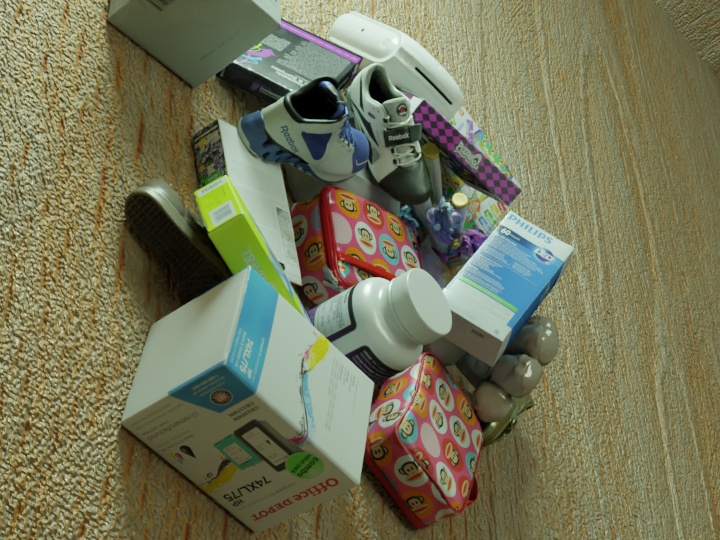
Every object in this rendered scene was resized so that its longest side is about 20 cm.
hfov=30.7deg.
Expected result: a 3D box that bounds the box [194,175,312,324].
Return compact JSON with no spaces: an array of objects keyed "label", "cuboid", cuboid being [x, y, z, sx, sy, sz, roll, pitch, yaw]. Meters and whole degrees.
[{"label":"box","cuboid":[-0.107,0.007,1.414,0.200,0.048,0.122,61,-1,-28]}]

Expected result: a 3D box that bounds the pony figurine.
[{"label":"pony figurine","cuboid":[0.119,-0.048,1.834,0.200,0.166,0.193,78,-12,-53]}]

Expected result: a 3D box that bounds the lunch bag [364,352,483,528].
[{"label":"lunch bag","cuboid":[0.089,0.218,1.632,0.176,0.082,0.200,53,29,-15]}]

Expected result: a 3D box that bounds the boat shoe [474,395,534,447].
[{"label":"boat shoe","cuboid":[0.202,0.204,1.841,0.063,0.073,0.201,54,22,-3]}]

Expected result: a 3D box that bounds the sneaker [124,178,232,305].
[{"label":"sneaker","cuboid":[-0.173,-0.017,1.432,0.200,0.070,0.076,56,28,-9]}]

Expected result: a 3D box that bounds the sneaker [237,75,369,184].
[{"label":"sneaker","cuboid":[-0.042,-0.175,1.620,0.199,0.115,0.081,9,56,-48]}]

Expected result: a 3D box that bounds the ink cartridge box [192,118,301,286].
[{"label":"ink cartridge box","cuboid":[-0.135,-0.072,1.565,0.109,0.050,0.201,23,47,-48]}]

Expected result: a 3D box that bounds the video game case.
[{"label":"video game case","cuboid":[0.123,-0.181,1.875,0.200,0.036,0.181,40,0,-21]}]

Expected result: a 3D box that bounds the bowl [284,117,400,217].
[{"label":"bowl","cuboid":[-0.020,-0.153,1.800,0.199,0.075,0.201,27,42,-47]}]

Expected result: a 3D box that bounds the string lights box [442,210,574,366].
[{"label":"string lights box","cuboid":[0.183,0.020,1.693,0.103,0.059,0.200,32,52,15]}]

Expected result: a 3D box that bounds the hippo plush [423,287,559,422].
[{"label":"hippo plush","cuboid":[0.160,0.087,1.754,0.161,0.159,0.200,41,6,-7]}]

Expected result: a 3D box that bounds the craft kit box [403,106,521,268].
[{"label":"craft kit box","cuboid":[0.140,-0.141,2.015,0.198,0.048,0.200,49,50,-15]}]

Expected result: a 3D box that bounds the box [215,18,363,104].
[{"label":"box","cuboid":[-0.093,-0.274,1.761,0.143,0.036,0.200,26,30,5]}]

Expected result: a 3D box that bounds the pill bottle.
[{"label":"pill bottle","cuboid":[0.001,0.076,1.493,0.111,0.200,0.112,38,36,-35]}]

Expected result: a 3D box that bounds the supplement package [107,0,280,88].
[{"label":"supplement package","cuboid":[-0.200,-0.369,1.618,0.151,0.152,0.201,36,37,-36]}]

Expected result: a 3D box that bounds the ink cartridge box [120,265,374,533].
[{"label":"ink cartridge box","cuboid":[-0.108,0.133,1.323,0.200,0.146,0.146,44,32,-26]}]

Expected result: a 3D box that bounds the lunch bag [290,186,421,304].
[{"label":"lunch bag","cuboid":[0.000,0.000,1.679,0.200,0.082,0.177,24,49,-46]}]

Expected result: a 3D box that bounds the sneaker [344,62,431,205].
[{"label":"sneaker","cuboid":[0.041,-0.183,1.738,0.074,0.089,0.200,-20,74,-26]}]

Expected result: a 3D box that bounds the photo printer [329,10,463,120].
[{"label":"photo printer","cuboid":[0.058,-0.302,1.963,0.166,0.070,0.200,39,-1,-37]}]
